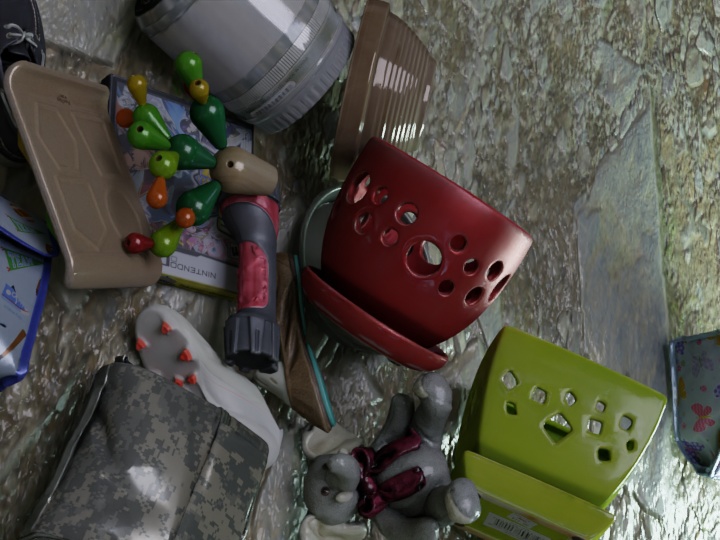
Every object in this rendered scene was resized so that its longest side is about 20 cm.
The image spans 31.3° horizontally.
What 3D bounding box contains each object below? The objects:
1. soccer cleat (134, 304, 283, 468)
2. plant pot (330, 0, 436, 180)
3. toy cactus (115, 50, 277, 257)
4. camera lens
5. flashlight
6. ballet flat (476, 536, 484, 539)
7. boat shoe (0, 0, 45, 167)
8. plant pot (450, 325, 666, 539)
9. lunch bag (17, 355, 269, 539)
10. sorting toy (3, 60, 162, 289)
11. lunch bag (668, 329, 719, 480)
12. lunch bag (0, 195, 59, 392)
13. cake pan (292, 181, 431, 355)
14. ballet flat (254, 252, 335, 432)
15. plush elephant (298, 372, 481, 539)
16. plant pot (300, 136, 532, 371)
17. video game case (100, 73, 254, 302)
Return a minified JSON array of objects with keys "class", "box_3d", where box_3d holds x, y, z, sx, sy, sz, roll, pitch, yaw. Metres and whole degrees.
[{"class":"soccer cleat","box_3d":[-0.149,0.113,1.269,0.201,0.069,0.078,54,27,-10]},{"class":"plant pot","box_3d":[0.031,-0.192,1.429,0.092,0.201,0.202,12,61,0]},{"class":"toy cactus","box_3d":[-0.158,-0.101,1.237,0.164,0.102,0.202,16,67,-38]},{"class":"camera lens","box_3d":[-0.124,-0.263,1.352,0.200,0.159,0.161,41,52,-23]},{"class":"flashlight","box_3d":[-0.112,-0.002,1.286,0.067,0.068,0.202,1,62,-2]},{"class":"ballet flat","box_3d":[0.177,0.373,1.453,0.064,0.067,0.202,34,43,-82]},{"class":"boat shoe","box_3d":[-0.320,-0.201,1.221,0.072,0.062,0.202,6,71,-41]},{"class":"plant pot","box_3d":[0.198,0.208,1.417,0.198,0.199,0.183,23,63,5]},{"class":"lunch bag","box_3d":[-0.195,0.196,1.139,0.167,0.139,0.201,40,52,-25]},{"class":"sorting toy","box_3d":[-0.255,-0.080,1.177,0.185,0.036,0.202,0,73,-75]},{"class":"lunch bag","box_3d":[0.530,0.195,1.804,0.168,0.127,0.202,13,73,-36]},{"class":"lunch bag","box_3d":[-0.353,-0.004,1.087,0.169,0.124,0.201,33,41,-29]},{"class":"cake pan","box_3d":[0.000,0.000,1.454,0.199,0.037,0.202,16,65,-38]},{"class":"ballet flat","box_3d":[-0.080,0.078,1.335,0.072,0.068,0.202,-13,73,-3]},{"class":"plush elephant","box_3d":[0.011,0.213,1.320,0.153,0.200,0.166,-1,60,-19]},{"class":"plant pot","box_3d":[0.048,-0.012,1.324,0.200,0.200,0.183,30,96,-30]},{"class":"video game case","box_3d":[-0.190,-0.082,1.322,0.180,0.025,0.202,16,65,-37]}]
